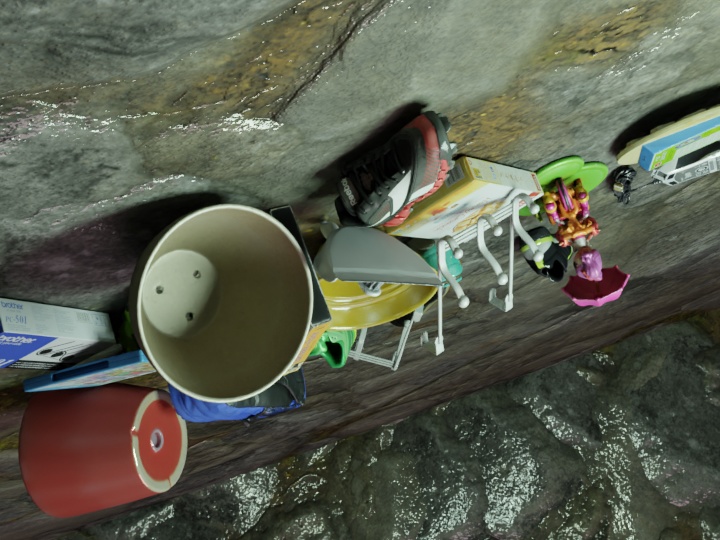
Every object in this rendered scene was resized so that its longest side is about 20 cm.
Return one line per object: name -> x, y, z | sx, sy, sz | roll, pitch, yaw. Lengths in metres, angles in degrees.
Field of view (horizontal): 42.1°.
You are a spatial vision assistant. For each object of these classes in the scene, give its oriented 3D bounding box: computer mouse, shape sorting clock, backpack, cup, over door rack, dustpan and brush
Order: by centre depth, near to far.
cup -> -0.170, 0.031, 1.014 | 0.197, 0.205, 0.142 | -9, -172, -33
dustpan and brush -> -0.006, -0.021, 1.073 | 0.137, 0.201, 0.058 | 4, 123, -27
over door rack -> 0.159, 0.014, 1.202 | 0.146, 0.067, 0.202 | -28, 143, -28
shape sorting clock -> 0.441, -0.188, 1.267 | 0.197, 0.040, 0.200 | -22, 172, -3
backpack -> -0.196, 0.148, 1.363 | 0.166, 0.165, 0.199 | -25, 165, 28
computer mouse -> 0.472, -0.158, 1.403 | 0.197, 0.045, 0.109 | -19, 160, 18
over door rack -> 0.012, 0.076, 1.460 | 0.145, 0.068, 0.201 | 14, 146, -3

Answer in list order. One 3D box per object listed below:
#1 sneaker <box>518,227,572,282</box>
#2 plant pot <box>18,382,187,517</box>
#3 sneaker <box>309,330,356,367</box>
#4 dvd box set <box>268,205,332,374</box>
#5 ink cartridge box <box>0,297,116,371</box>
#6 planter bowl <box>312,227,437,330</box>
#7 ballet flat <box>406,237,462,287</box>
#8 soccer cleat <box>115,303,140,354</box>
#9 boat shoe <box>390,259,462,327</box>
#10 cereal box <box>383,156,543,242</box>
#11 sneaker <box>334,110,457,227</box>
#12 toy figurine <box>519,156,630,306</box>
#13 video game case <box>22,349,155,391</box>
sneaker -> 0.321, -0.014, 1.604 | 0.071, 0.084, 0.199 | -27, 163, 25
plant pot -> -0.358, 0.248, 1.342 | 0.174, 0.205, 0.200 | -7, 169, 21
sneaker -> -0.070, 0.076, 1.346 | 0.073, 0.085, 0.200 | -18, 140, 32
dvd box set -> -0.091, 0.030, 1.136 | 0.029, 0.148, 0.200 | -15, 163, -21
ink cartridge box -> -0.390, 0.079, 1.114 | 0.093, 0.045, 0.199 | -26, 163, 17
planter bowl -> 0.000, 0.000, 1.234 | 0.196, 0.085, 0.201 | -12, 154, -6
ballet flat -> 0.094, -0.015, 1.332 | 0.066, 0.072, 0.200 | -21, -176, -12
soccer cleat -> -0.266, 0.069, 1.213 | 0.080, 0.068, 0.200 | -22, 173, -29
boat shoe -> 0.100, 0.031, 1.507 | 0.073, 0.076, 0.200 | -31, 178, -34
cereal box -> 0.135, -0.088, 1.218 | 0.143, 0.040, 0.198 | -32, 160, 32
sneaker -> 0.029, -0.099, 0.996 | 0.096, 0.072, 0.200 | -14, 164, -28
toy figurine -> 0.313, -0.043, 1.320 | 0.148, 0.187, 0.200 | -22, 163, 9
video game case -> -0.316, 0.128, 1.219 | 0.197, 0.018, 0.143 | -15, 171, 25
